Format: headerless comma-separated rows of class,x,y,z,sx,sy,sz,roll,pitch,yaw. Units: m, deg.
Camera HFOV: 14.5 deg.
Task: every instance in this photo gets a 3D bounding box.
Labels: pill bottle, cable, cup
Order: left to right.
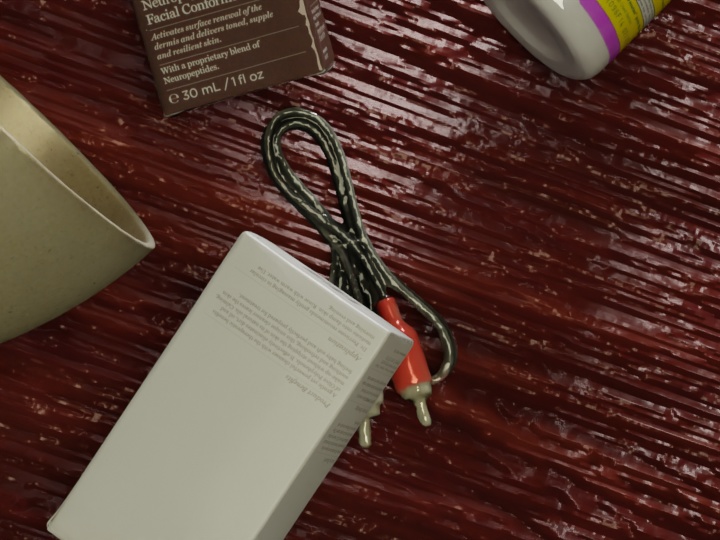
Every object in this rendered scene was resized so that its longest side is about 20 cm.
cup,-0.232,-0.032,1.541,0.200,0.200,0.143,44,93,-4
cable,0.000,0.000,1.637,0.096,0.050,0.201,-10,90,-3
pill bottle,0.164,-0.213,1.649,0.200,0.104,0.104,-45,94,-9

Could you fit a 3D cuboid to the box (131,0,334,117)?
box,-0.088,-0.197,1.601,0.099,0.075,0.201,-16,96,6

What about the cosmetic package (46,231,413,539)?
cosmetic package,-0.072,0.092,1.580,0.107,0.085,0.201,35,92,12
